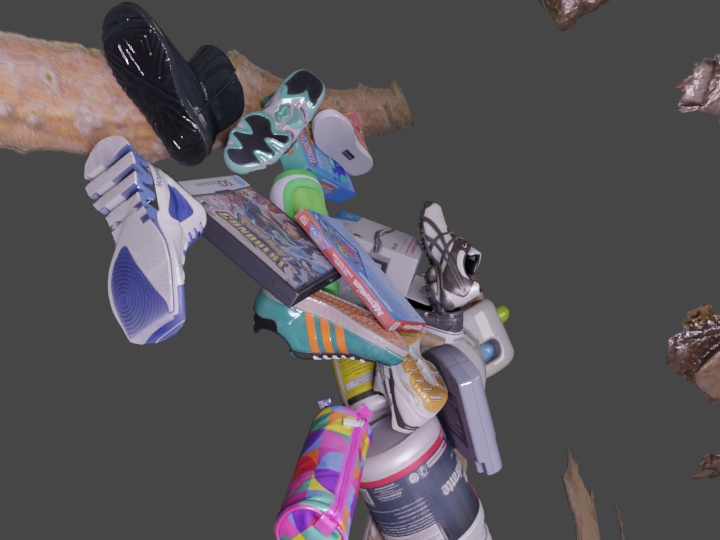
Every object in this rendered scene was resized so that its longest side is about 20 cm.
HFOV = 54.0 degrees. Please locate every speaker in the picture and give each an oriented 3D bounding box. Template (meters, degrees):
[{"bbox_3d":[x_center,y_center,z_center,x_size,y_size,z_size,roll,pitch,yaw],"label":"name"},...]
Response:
[{"bbox_3d":[-0.082,-0.045,1.011,0.088,0.087,0.203,38,33,-52],"label":"speaker"}]

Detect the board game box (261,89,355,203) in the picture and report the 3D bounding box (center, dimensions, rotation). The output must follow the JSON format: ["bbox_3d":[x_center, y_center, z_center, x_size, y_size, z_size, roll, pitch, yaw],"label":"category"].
[{"bbox_3d":[-0.087,-0.214,1.251,0.199,0.044,0.155,19,51,-65],"label":"board game box"}]

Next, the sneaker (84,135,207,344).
[{"bbox_3d":[-0.194,-0.031,0.706,0.115,0.080,0.203,18,49,-61],"label":"sneaker"}]

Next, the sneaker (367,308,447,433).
[{"bbox_3d":[0.039,0.118,0.923,0.074,0.088,0.202,15,36,-31],"label":"sneaker"}]

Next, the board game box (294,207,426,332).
[{"bbox_3d":[0.000,0.000,0.921,0.201,0.019,0.102,51,16,24],"label":"board game box"}]

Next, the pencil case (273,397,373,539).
[{"bbox_3d":[-0.037,0.235,0.807,0.089,0.087,0.201,58,21,-18],"label":"pencil case"}]

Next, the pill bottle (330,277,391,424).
[{"bbox_3d":[0.009,0.111,1.023,0.112,0.111,0.204,27,43,-60],"label":"pill bottle"}]

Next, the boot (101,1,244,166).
[{"bbox_3d":[-0.224,-0.250,0.882,0.169,0.075,0.202,-77,145,-55],"label":"boot"}]

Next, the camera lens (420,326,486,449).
[{"bbox_3d":[0.128,0.189,1.176,0.162,0.158,0.200,61,20,-11],"label":"camera lens"}]

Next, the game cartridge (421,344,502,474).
[{"bbox_3d":[0.125,0.167,0.912,0.200,0.040,0.136,-156,-132,-81],"label":"game cartridge"}]

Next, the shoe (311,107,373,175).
[{"bbox_3d":[-0.039,-0.251,1.257,0.200,0.070,0.093,39,30,-62],"label":"shoe"}]

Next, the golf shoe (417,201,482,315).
[{"bbox_3d":[0.144,-0.028,1.116,0.078,0.093,0.204,50,30,-53],"label":"golf shoe"}]

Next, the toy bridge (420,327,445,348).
[{"bbox_3d":[0.070,0.181,1.064,0.027,0.066,0.204,-23,129,-72],"label":"toy bridge"}]

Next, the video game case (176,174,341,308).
[{"bbox_3d":[-0.122,-0.045,0.864,0.199,0.026,0.181,39,18,7],"label":"video game case"}]

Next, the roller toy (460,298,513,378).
[{"bbox_3d":[0.195,0.153,1.364,0.182,0.198,0.142,-21,85,-60],"label":"roller toy"}]

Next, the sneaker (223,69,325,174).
[{"bbox_3d":[-0.133,-0.191,1.040,0.078,0.140,0.200,43,63,-2],"label":"sneaker"}]

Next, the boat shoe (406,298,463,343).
[{"bbox_3d":[0.083,0.057,1.175,0.069,0.197,0.068,-21,126,-52],"label":"boat shoe"}]

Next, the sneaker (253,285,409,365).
[{"bbox_3d":[-0.039,0.078,0.862,0.197,0.081,0.071,25,14,6],"label":"sneaker"}]

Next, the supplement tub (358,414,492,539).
[{"bbox_3d":[0.080,0.303,0.946,0.203,0.138,0.140,62,20,-9],"label":"supplement tub"}]

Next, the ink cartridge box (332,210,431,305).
[{"bbox_3d":[0.038,-0.024,1.149,0.196,0.068,0.116,20,21,6],"label":"ink cartridge box"}]
